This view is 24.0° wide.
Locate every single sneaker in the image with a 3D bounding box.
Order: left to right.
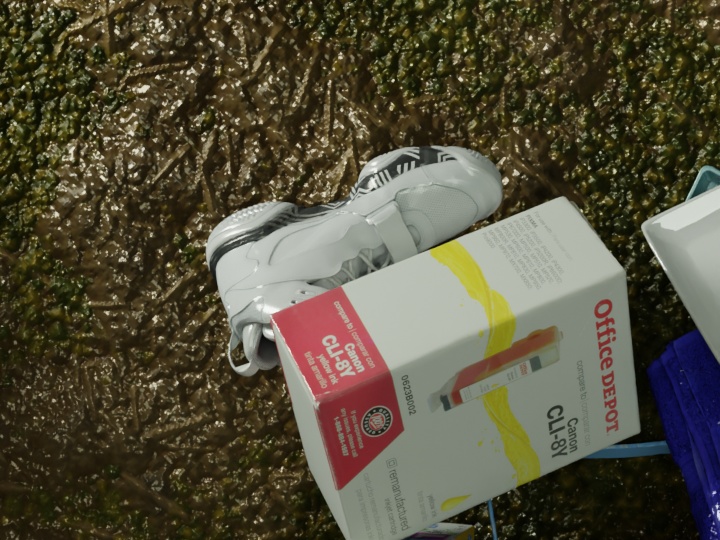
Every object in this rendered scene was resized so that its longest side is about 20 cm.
[{"bbox_3d":[0.000,0.000,1.054,0.198,0.075,0.116,-17,47,10],"label":"sneaker"}]

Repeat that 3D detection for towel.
[{"bbox_3d":[0.257,0.110,0.980,0.146,0.050,0.202,-19,53,11],"label":"towel"}]

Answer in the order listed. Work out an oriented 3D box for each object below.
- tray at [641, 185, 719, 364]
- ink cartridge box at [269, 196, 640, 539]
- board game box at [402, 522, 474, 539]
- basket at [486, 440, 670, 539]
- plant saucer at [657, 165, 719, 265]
[{"bbox_3d":[0.254,0.025,1.001,0.106,0.022,0.201,-26,51,2],"label":"tray"},{"bbox_3d":[0.061,0.063,1.013,0.198,0.084,0.146,-23,133,-10],"label":"ink cartridge box"},{"bbox_3d":[0.036,0.270,1.057,0.034,0.134,0.203,1,93,21],"label":"board game box"},{"bbox_3d":[0.169,0.200,1.049,0.174,0.140,0.202,-4,59,4],"label":"basket"},{"bbox_3d":[0.289,0.009,1.058,0.199,0.019,0.070,29,100,17],"label":"plant saucer"}]
